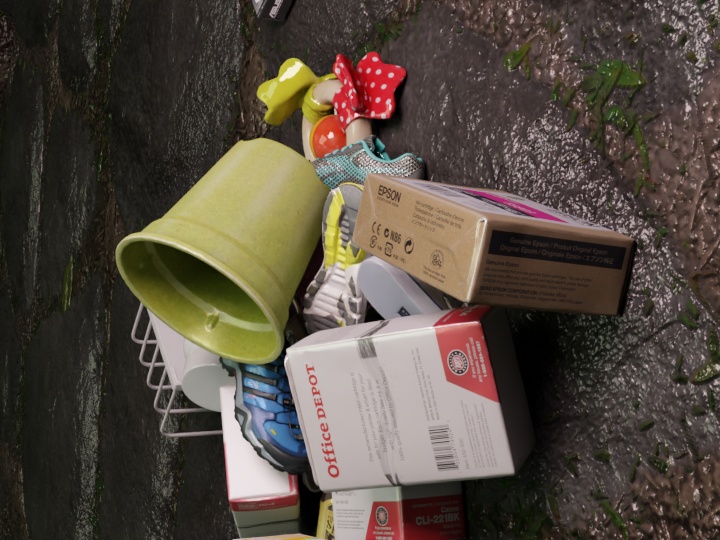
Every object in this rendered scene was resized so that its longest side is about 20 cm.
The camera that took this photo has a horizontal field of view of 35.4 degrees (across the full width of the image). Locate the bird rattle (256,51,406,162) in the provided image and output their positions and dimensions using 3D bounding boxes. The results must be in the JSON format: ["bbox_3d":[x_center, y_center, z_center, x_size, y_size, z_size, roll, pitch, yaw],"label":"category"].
[{"bbox_3d":[-0.021,-0.180,1.343,0.200,0.112,0.164,13,112,46],"label":"bird rattle"}]

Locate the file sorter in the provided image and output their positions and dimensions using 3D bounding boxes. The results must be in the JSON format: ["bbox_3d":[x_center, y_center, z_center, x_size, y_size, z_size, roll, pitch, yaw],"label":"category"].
[{"bbox_3d":[-0.238,0.128,1.621,0.200,0.138,0.125,63,141,41],"label":"file sorter"}]

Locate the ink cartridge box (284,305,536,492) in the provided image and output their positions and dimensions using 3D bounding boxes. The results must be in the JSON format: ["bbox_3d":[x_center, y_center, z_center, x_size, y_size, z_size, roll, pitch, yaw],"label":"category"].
[{"bbox_3d":[0.047,0.119,1.053,0.199,0.083,0.147,-10,99,25],"label":"ink cartridge box"}]

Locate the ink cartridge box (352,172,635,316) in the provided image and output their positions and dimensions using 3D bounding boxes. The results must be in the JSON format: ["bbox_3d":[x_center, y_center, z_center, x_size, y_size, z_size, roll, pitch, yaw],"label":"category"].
[{"bbox_3d":[0.112,-0.026,0.995,0.200,0.164,0.075,28,110,57],"label":"ink cartridge box"}]

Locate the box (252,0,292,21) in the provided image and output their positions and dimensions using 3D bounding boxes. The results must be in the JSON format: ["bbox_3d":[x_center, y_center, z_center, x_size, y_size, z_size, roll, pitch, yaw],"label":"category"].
[{"bbox_3d":[-0.112,-0.478,1.530,0.193,0.047,0.200,-54,44,41],"label":"box"}]

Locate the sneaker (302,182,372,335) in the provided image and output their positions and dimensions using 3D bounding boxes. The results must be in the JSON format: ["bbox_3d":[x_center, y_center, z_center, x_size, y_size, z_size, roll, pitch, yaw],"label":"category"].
[{"bbox_3d":[0.000,0.000,1.184,0.074,0.085,0.201,29,120,30],"label":"sneaker"}]

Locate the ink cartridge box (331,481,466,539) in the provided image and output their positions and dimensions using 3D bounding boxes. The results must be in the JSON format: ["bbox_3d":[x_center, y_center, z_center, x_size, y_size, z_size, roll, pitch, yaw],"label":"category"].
[{"bbox_3d":[0.033,0.186,1.199,0.144,0.083,0.201,-19,73,59],"label":"ink cartridge box"}]

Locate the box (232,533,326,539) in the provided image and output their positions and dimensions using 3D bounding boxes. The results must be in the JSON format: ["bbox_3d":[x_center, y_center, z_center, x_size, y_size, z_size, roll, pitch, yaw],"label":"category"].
[{"bbox_3d":[-0.036,0.341,1.150,0.200,0.101,0.113,1,85,43],"label":"box"}]

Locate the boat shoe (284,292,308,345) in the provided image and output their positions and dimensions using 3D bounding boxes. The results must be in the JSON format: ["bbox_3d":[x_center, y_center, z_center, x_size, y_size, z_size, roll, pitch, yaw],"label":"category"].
[{"bbox_3d":[-0.075,0.085,1.401,0.072,0.072,0.200,-51,47,44],"label":"boat shoe"}]

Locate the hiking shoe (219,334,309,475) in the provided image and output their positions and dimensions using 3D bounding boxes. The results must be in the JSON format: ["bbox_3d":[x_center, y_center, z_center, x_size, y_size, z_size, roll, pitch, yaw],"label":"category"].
[{"bbox_3d":[-0.097,0.130,1.259,0.087,0.074,0.200,-41,61,28],"label":"hiking shoe"}]

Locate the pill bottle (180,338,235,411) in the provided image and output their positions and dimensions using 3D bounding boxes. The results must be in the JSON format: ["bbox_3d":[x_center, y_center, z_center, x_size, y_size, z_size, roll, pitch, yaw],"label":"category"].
[{"bbox_3d":[-0.165,0.075,1.453,0.114,0.113,0.200,-54,20,44],"label":"pill bottle"}]

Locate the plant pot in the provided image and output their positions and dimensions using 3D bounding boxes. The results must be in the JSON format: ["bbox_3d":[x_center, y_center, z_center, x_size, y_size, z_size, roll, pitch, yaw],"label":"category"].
[{"bbox_3d":[-0.127,-0.034,1.201,0.200,0.200,0.184,-26,29,57],"label":"plant pot"}]

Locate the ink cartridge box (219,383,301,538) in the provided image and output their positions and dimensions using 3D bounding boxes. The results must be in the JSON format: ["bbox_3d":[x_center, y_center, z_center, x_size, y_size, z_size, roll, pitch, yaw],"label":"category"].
[{"bbox_3d":[-0.120,0.236,1.378,0.200,0.084,0.146,89,173,-63],"label":"ink cartridge box"}]

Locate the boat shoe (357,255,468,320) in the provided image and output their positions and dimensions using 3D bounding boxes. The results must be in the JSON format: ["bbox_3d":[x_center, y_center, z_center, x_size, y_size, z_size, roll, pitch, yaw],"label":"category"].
[{"bbox_3d":[0.088,0.055,1.126,0.202,0.086,0.075,49,138,11],"label":"boat shoe"}]

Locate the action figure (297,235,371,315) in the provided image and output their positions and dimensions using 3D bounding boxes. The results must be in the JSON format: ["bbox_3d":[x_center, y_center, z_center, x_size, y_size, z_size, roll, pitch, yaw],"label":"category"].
[{"bbox_3d":[-0.050,-0.033,1.309,0.200,0.134,0.149,57,134,41],"label":"action figure"}]

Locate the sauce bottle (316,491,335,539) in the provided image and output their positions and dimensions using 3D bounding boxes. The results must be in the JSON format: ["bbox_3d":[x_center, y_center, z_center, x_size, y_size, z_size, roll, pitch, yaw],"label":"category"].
[{"bbox_3d":[-0.017,0.272,1.298,0.066,0.066,0.201,18,105,59],"label":"sauce bottle"}]

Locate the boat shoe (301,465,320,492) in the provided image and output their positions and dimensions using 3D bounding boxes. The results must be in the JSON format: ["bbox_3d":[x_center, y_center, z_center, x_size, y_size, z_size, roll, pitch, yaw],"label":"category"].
[{"bbox_3d":[-0.041,0.166,1.317,0.065,0.074,0.203,-95,15,-58],"label":"boat shoe"}]

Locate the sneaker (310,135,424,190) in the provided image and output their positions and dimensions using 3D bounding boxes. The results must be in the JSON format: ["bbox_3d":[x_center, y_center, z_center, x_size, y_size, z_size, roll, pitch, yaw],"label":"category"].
[{"bbox_3d":[-0.007,-0.111,1.272,0.200,0.078,0.092,20,95,29],"label":"sneaker"}]
